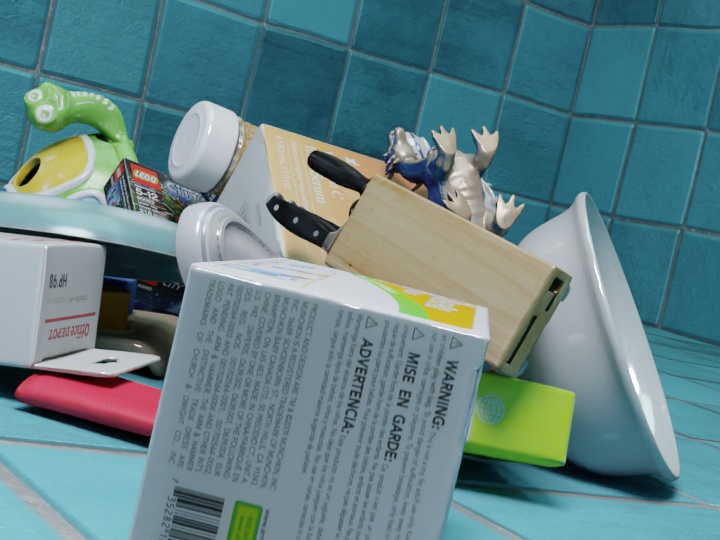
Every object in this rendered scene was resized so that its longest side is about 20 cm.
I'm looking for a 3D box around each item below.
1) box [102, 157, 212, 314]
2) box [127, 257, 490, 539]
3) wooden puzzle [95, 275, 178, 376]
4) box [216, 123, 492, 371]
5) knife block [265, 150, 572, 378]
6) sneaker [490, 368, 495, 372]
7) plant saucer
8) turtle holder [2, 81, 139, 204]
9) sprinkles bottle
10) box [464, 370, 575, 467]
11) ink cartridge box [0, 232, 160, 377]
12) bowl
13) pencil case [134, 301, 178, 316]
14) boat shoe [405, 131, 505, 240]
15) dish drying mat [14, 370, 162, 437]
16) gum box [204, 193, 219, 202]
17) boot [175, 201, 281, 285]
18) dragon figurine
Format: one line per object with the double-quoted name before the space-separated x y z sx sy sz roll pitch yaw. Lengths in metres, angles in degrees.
"box" -0.113 -0.008 1.119 0.199 0.038 0.137 21 32 -34
"box" -0.010 0.059 0.523 0.101 0.113 0.200 14 2 5
"wooden puzzle" -0.219 0.021 0.941 0.199 0.047 0.185 13 3 -1
"box" 0.000 0.000 1.000 0.199 0.106 0.153 14 38 -26
"knife block" 0.024 -0.013 0.788 0.175 0.064 0.200 29 1 -1
"sneaker" 0.129 0.080 1.157 0.092 0.076 0.200 17 3 -9
"plant saucer" -0.187 -0.022 0.875 0.199 0.028 0.200 8 -7 1
"turtle holder" -0.251 -0.063 1.205 0.131 0.186 0.141 -12 53 -23
"sprinkles bottle" -0.054 -0.069 1.076 0.199 0.068 0.068 22 -2 -30
"box" 0.007 0.072 0.767 0.199 0.048 0.122 14 -9 -13
"ink cartridge box" -0.216 0.011 0.744 0.199 0.067 0.116 7 2 4
"bowl" 0.142 0.056 0.900 0.090 0.202 0.201 -19 -6 16
"pencil case" -0.204 -0.006 1.130 0.084 0.086 0.200 -20 -24 41
"boat shoe" 0.089 -0.049 1.130 0.200 0.065 0.074 56 7 -40
"dish drying mat" -0.072 0.084 0.684 0.199 0.018 0.077 15 2 14
"gum box" -0.024 -0.010 1.144 0.170 0.045 0.200 5 43 -48
"boot" -0.032 0.019 0.836 0.095 0.074 0.200 -5 -31 23
"dragon figurine" 0.067 -0.033 0.934 0.059 0.201 0.100 -4 -32 -19
